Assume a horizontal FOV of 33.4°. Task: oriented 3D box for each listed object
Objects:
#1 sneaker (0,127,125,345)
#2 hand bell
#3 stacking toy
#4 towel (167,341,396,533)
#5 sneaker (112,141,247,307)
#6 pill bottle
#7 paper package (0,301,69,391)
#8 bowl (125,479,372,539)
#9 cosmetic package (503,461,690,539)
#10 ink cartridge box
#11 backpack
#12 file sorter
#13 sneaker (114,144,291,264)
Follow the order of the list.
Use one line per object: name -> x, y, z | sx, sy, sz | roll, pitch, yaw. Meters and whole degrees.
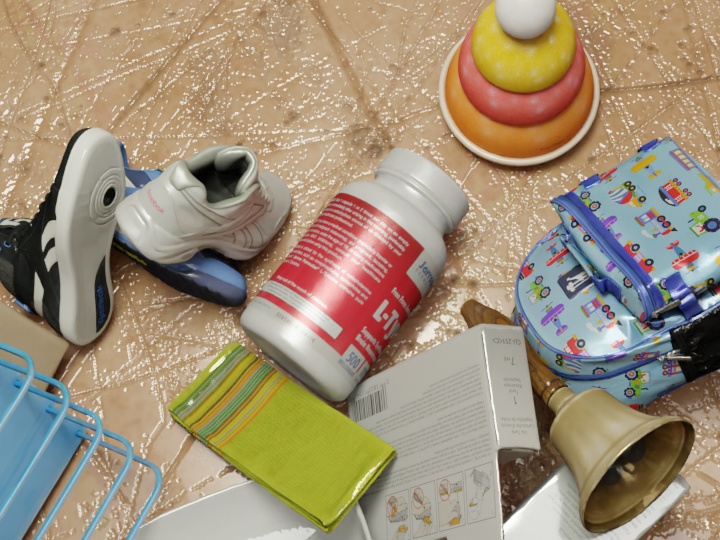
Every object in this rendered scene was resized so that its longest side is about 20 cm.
sneaker -> -0.263, -0.040, 0.998 | 0.111, 0.201, 0.073 | 25, 33, 20
hand bell -> 0.139, 0.088, 0.892 | 0.104, 0.104, 0.200 | -38, 52, -8
stacking toy -> 0.139, -0.188, 1.008 | 0.145, 0.200, 0.147 | -1, 72, 3
towel -> -0.068, 0.129, 0.972 | 0.199, 0.018, 0.086 | 28, 70, 38
sneaker -> -0.173, -0.042, 1.049 | 0.199, 0.074, 0.082 | 34, 75, 12
pill bottle -> 0.000, 0.000, 1.004 | 0.112, 0.112, 0.200 | 35, 78, 13
paper package -> -0.357, 0.099, 0.950 | 0.103, 0.191, 0.201 | 14, 71, 31
bowl -> -0.080, 0.253, 0.917 | 0.199, 0.075, 0.200 | -19, 34, -4
cosmetic package -> 0.151, 0.213, 0.930 | 0.200, 0.113, 0.081 | -43, 75, -8
ink cartridge box -> 0.060, 0.152, 0.913 | 0.044, 0.200, 0.177 | 6, 69, -29
backpack -> 0.209, 0.015, 0.962 | 0.199, 0.135, 0.183 | -28, 46, 3
file sorter -> -0.262, 0.149, 0.903 | 0.122, 0.200, 0.139 | 14, 64, 32
sneaker -> -0.104, -0.061, 0.990 | 0.099, 0.200, 0.078 | -42, 80, 28
